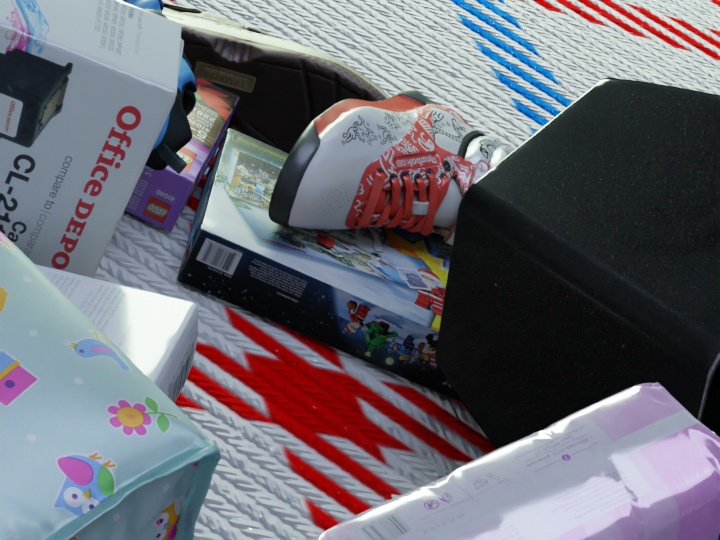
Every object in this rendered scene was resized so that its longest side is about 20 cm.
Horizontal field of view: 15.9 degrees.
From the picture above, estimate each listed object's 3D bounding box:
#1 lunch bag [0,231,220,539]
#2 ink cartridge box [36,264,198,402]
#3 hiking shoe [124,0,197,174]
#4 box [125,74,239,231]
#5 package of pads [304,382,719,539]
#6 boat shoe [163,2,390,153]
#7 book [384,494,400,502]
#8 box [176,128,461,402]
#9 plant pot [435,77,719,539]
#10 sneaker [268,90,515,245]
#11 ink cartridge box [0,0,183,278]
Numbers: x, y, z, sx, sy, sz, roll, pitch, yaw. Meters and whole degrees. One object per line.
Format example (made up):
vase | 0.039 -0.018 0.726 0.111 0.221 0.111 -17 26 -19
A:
lunch bag | -0.186 0.090 1.038 0.200 0.122 0.170 -28 61 -36
ink cartridge box | -0.191 0.045 1.225 0.199 0.047 0.160 12 26 6
hiking shoe | -0.134 -0.118 1.459 0.087 0.074 0.200 45 20 -20
box | -0.178 -0.106 1.499 0.199 0.039 0.137 26 27 -3
package of pads | 0.062 0.136 1.108 0.199 0.121 0.076 -22 50 -25
boat shoe | -0.059 -0.119 1.602 0.202 0.075 0.075 24 19 -7
book | 0.098 0.192 1.208 0.133 0.048 0.200 8 33 -39
box | 0.000 0.000 1.474 0.199 0.038 0.137 24 26 -7
plant pot | 0.153 0.017 1.355 0.177 0.201 0.199 33 51 24
sneaker | 0.033 -0.048 1.471 0.108 0.067 0.201 30 22 16
ink cartridge box | -0.206 -0.085 1.309 0.199 0.146 0.083 20 28 -13
